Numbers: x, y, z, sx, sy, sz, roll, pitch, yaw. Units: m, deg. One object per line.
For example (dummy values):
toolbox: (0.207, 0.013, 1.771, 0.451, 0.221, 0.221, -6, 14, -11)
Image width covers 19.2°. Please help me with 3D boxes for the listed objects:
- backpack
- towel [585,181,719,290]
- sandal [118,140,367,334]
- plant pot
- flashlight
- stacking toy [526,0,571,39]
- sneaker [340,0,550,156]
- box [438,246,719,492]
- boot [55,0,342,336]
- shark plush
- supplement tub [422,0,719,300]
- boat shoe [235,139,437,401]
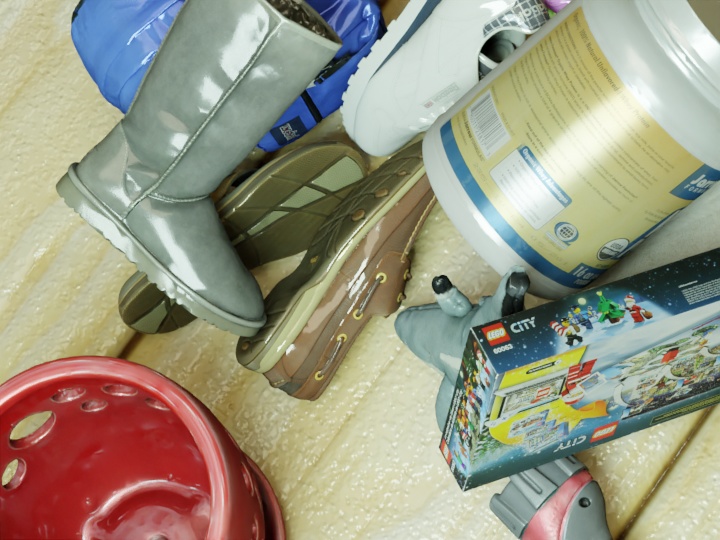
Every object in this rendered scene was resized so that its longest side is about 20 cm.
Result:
backpack: (-0.089, -0.166, 1.459, 0.200, 0.163, 0.168, -33, 73, 1)
towel: (0.202, -0.040, 1.385, 0.200, 0.034, 0.133, -27, 62, 31)
sandal: (-0.088, -0.032, 1.473, 0.200, 0.080, 0.054, -35, 48, 5)
plant pot: (-0.154, 0.171, 1.361, 0.199, 0.183, 0.201, -3, 73, 11)
flashlight: (0.173, 0.195, 1.343, 0.200, 0.068, 0.068, 42, 55, 19)
stacking toy: (0.148, -0.190, 1.390, 0.116, 0.200, 0.110, -33, 69, -2)
sneaker: (0.054, -0.131, 1.413, 0.076, 0.200, 0.081, -30, 73, -39)
box: (0.152, 0.058, 1.310, 0.199, 0.137, 0.038, -17, 59, -19)
boot: (-0.079, -0.079, 1.377, 0.182, 0.073, 0.200, 40, 102, -12)
shark plush: (0.065, 0.040, 1.347, 0.091, 0.200, 0.083, -40, 85, -7)
supplement tub: (0.153, -0.092, 1.321, 0.200, 0.144, 0.145, -40, 67, 24)
boat shoe: (0.000, 0.000, 1.444, 0.068, 0.072, 0.200, 39, 88, -18)
